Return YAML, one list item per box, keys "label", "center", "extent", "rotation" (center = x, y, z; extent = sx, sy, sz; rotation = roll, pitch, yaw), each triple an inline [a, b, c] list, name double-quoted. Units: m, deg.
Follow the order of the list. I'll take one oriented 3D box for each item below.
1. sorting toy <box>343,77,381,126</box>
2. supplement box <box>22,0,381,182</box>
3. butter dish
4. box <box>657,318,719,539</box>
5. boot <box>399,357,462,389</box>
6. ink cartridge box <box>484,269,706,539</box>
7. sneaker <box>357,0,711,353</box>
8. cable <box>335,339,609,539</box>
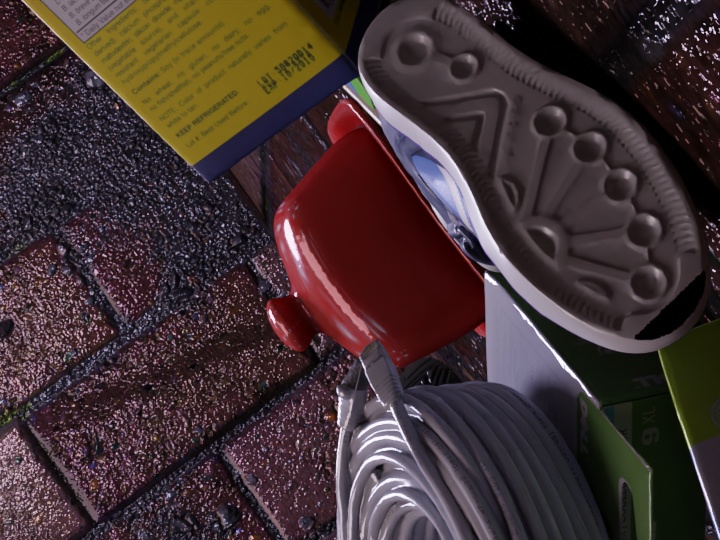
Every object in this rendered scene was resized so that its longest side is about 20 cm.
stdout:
- label: "sorting toy"
  center: [-0.034, -0.172, 0.957]
  extent: [0.185, 0.036, 0.200]
  rotation: [50, 172, 43]
- label: "supplement box"
  center: [-0.095, -0.165, 0.784]
  extent: [0.200, 0.109, 0.110]
  rotation: [45, -149, -23]
- label: "butter dish"
  center: [0.000, 0.000, 1.110]
  extent: [0.200, 0.148, 0.199]
  rotation: [53, 174, -1]
- label: "box"
  center: [0.173, 0.127, 0.610]
  extent: [0.201, 0.047, 0.122]
  rotation: [-98, -17, -48]
- label: "boot"
  center: [0.112, 0.150, 0.945]
  extent: [0.200, 0.073, 0.182]
  rotation: [32, -166, -30]
- label: "ink cartridge box"
  center: [0.121, 0.080, 0.763]
  extent: [0.200, 0.059, 0.104]
  rotation: [-124, 27, -60]
- label: "sneaker"
  center: [0.085, -0.025, 0.688]
  extent: [0.200, 0.081, 0.146]
  rotation: [48, 180, 29]
- label: "cable"
  center: [0.052, 0.154, 0.772]
  extent: [0.200, 0.069, 0.201]
  rotation: [52, 144, 44]
